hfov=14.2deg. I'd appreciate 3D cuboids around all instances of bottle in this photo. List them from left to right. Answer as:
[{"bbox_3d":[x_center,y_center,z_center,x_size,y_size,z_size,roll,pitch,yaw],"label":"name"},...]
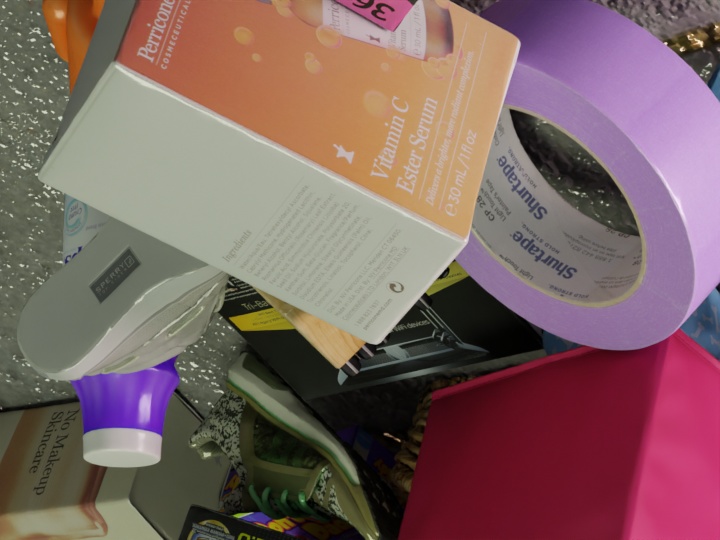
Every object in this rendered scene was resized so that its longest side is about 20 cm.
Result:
[{"bbox_3d":[-0.142,0.018,1.757,0.083,0.200,0.065,-11,160,37],"label":"bottle"}]

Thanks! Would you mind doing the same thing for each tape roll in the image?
[{"bbox_3d":[0.118,-0.053,1.598,0.200,0.066,0.200,30,146,23],"label":"tape roll"}]

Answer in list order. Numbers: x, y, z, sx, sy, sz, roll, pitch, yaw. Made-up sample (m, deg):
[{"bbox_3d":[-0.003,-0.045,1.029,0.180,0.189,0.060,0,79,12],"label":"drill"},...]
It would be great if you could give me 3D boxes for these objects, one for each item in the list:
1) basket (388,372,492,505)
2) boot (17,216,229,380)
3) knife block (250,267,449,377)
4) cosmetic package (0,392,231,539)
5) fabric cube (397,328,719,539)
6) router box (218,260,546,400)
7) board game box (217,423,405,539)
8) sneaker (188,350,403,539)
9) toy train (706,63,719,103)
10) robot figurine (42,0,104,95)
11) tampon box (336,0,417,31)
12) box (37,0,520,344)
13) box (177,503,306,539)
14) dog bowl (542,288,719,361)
[{"bbox_3d":[0.101,0.181,1.902,0.143,0.149,0.200,-7,137,33],"label":"basket"},{"bbox_3d":[-0.101,-0.008,1.646,0.200,0.074,0.096,-36,163,23],"label":"boot"},{"bbox_3d":[-0.024,0.015,1.620,0.064,0.200,0.176,43,133,16],"label":"knife block"},{"bbox_3d":[-0.203,0.157,2.055,0.200,0.103,0.087,-10,136,34],"label":"cosmetic package"},{"bbox_3d":[0.151,0.181,1.682,0.196,0.199,0.200,-21,134,42],"label":"fabric cube"},{"bbox_3d":[0.000,0.000,1.792,0.200,0.052,0.157,-14,132,38],"label":"router box"},{"bbox_3d":[-0.028,0.187,2.059,0.134,0.045,0.200,39,140,-25],"label":"board game box"},{"bbox_3d":[-0.044,0.139,1.890,0.200,0.089,0.077,42,178,45],"label":"sneaker"},{"bbox_3d":[0.222,-0.030,1.630,0.116,0.085,0.200,29,145,6],"label":"toy train"},{"bbox_3d":[-0.110,-0.110,1.649,0.144,0.117,0.200,1,142,-2],"label":"robot figurine"},{"bbox_3d":[0.011,-0.242,1.405,0.150,0.126,0.200,28,144,-10],"label":"tampon box"},{"bbox_3d":[-0.040,-0.084,1.477,0.200,0.152,0.106,26,140,-13],"label":"box"},{"bbox_3d":[-0.013,0.212,1.916,0.160,0.044,0.200,15,172,23],"label":"box"},{"bbox_3d":[0.178,0.078,1.771,0.111,0.050,0.200,-14,143,5],"label":"dog bowl"}]
